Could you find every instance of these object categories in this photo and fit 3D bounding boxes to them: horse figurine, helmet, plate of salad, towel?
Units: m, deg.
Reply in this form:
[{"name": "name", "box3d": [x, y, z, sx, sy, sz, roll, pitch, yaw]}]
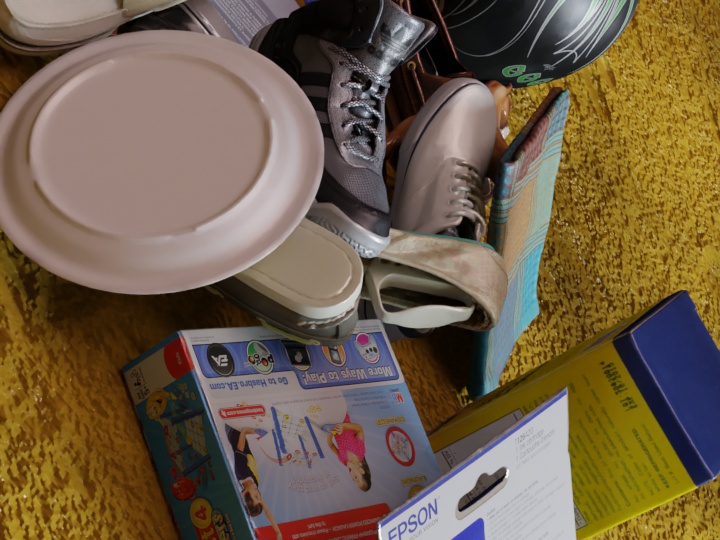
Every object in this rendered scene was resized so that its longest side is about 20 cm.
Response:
[{"name": "horse figurine", "box3d": [0.061, -0.072, 1.340, 0.200, 0.050, 0.133, -9, 100, -46]}, {"name": "helmet", "box3d": [0.147, -0.261, 1.522, 0.200, 0.190, 0.200, 33, 42, -35]}, {"name": "plate of salad", "box3d": [-0.121, -0.062, 1.067, 0.048, 0.199, 0.201, 89, -2, -54]}, {"name": "towel", "box3d": [0.116, -0.019, 1.322, 0.022, 0.200, 0.147, 15, 32, 15]}]

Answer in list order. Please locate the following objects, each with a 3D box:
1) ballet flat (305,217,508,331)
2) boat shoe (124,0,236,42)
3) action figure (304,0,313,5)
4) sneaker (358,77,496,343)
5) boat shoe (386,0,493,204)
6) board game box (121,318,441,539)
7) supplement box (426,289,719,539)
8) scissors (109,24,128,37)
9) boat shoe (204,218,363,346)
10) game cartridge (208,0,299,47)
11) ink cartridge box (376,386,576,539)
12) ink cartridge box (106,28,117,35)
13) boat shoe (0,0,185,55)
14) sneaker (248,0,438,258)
[{"name": "ballet flat", "box3d": [0.000, 0.000, 1.169, 0.199, 0.068, 0.063, 8, 56, -6]}, {"name": "boat shoe", "box3d": [-0.087, -0.093, 1.202, 0.200, 0.072, 0.071, 49, 45, -6]}, {"name": "action figure", "box3d": [-0.039, -0.258, 1.308, 0.200, 0.099, 0.065, 37, 17, -49]}, {"name": "sneaker", "box3d": [0.061, -0.040, 1.258, 0.073, 0.071, 0.201, 26, 78, -37]}, {"name": "boat shoe", "box3d": [0.057, -0.141, 1.422, 0.070, 0.070, 0.200, -17, 80, -60]}, {"name": "board game box", "box3d": [-0.030, 0.131, 1.100, 0.200, 0.056, 0.196, 0, 65, -53]}, {"name": "supplement box", "box3d": [0.149, 0.113, 1.217, 0.109, 0.200, 0.109, 60, 33, 2]}, {"name": "scissors", "box3d": [-0.180, -0.176, 1.187, 0.200, 0.014, 0.073, 18, 49, -44]}, {"name": "boat shoe", "box3d": [-0.083, -0.021, 1.105, 0.201, 0.060, 0.072, 34, 63, 22]}, {"name": "game cartridge", "box3d": [-0.104, -0.192, 1.282, 0.200, 0.040, 0.133, 49, 38, -14]}, {"name": "ink cartridge box", "box3d": [0.065, 0.194, 1.080, 0.197, 0.047, 0.201, -28, 116, -46]}, {"name": "ink cartridge box", "box3d": [-0.193, -0.267, 1.170, 0.162, 0.050, 0.200, 31, 42, -19]}, {"name": "boat shoe", "box3d": [-0.140, -0.193, 1.120, 0.200, 0.068, 0.075, -29, 92, -33]}, {"name": "sneaker", "box3d": [-0.002, -0.109, 1.130, 0.075, 0.114, 0.200, 23, 35, -42]}]
